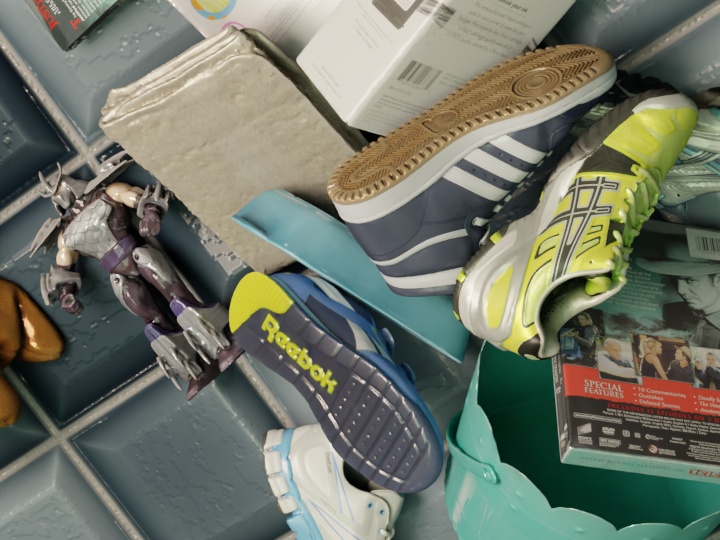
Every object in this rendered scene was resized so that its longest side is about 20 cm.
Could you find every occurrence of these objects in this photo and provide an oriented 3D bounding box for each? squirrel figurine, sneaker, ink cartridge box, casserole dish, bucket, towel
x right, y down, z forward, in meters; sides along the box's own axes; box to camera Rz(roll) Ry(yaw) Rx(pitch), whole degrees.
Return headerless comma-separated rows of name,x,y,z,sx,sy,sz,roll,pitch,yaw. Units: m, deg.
squirrel figurine,-0.339,0.055,1.220,0.141,0.187,0.200,-27,101,19
sneaker,0.000,0.202,1.264,0.087,0.075,0.200,-20,104,12
sneaker,0.196,-0.080,1.123,0.200,0.078,0.086,11,114,8
ink cartridge box,0.068,-0.179,1.081,0.200,0.116,0.067,-50,58,21
casserole dish,0.000,0.000,1.153,0.200,0.121,0.039,34,88,-31
sneaker,0.085,-0.059,1.076,0.200,0.070,0.109,-29,122,-5
sneaker,-0.003,0.070,1.179,0.200,0.082,0.074,48,118,22
sneaker,0.149,-0.025,1.049,0.200,0.075,0.076,-50,53,1
bucket,0.156,0.121,1.126,0.207,0.207,0.135,23,138,3
towel,-0.073,-0.080,1.158,0.132,0.034,0.200,-25,133,21

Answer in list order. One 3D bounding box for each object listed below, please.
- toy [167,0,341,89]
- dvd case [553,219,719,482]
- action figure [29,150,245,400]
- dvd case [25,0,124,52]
toy,-0.084,-0.221,1.148,0.200,0.047,0.115,42,118,0
dvd case,0.194,0.046,1.085,0.146,0.200,0.022,8,141,-10
action figure,-0.166,-0.001,1.231,0.200,0.069,0.130,48,121,-2
dvd case,-0.184,-0.260,1.136,0.200,0.022,0.146,-36,93,35
